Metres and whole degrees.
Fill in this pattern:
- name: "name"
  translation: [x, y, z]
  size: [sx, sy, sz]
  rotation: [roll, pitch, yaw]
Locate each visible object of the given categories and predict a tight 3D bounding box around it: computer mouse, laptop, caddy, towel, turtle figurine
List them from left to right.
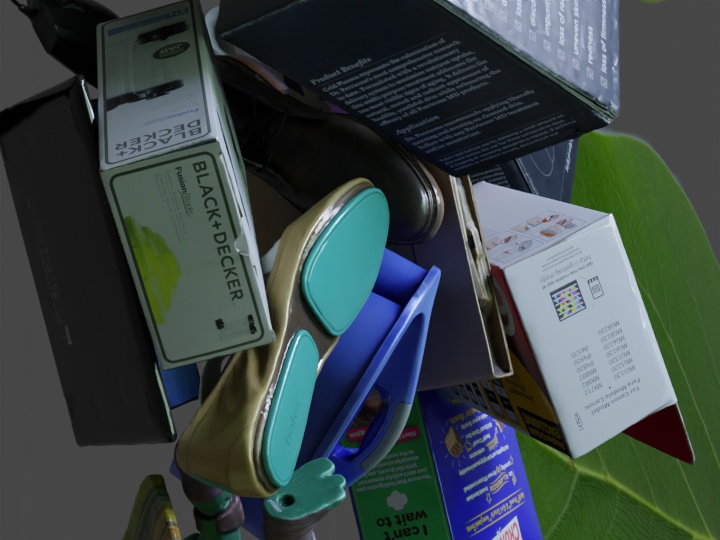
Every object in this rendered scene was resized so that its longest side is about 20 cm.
- name: "computer mouse"
  translation: [-0.181, -0.156, 1.145]
  size: [0.200, 0.034, 0.059]
  rotation: [34, 28, -55]
- name: "laptop"
  translation: [-0.118, -0.010, 1.129]
  size: [0.115, 0.200, 0.189]
  rotation: [-16, 93, -29]
- name: "towel"
  translation: [-0.092, 0.209, 1.061]
  size: [0.086, 0.018, 0.201]
  rotation: [109, -31, -50]
- name: "turtle figurine"
  translation: [-0.049, 0.176, 1.127]
  size: [0.101, 0.149, 0.201]
  rotation: [-60, 156, -44]
- name: "caddy"
  translation: [-0.023, 0.070, 1.203]
  size: [0.105, 0.201, 0.141]
  rotation: [33, 27, 3]

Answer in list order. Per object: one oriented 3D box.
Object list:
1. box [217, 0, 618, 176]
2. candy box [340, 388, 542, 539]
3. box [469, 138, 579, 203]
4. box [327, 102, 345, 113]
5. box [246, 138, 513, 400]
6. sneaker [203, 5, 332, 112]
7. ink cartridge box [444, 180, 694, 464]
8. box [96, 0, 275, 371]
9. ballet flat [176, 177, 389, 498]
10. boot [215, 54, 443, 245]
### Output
- name: "box"
  translation: [0.039, -0.190, 1.135]
  size: [0.196, 0.123, 0.201]
  rotation: [29, 55, -41]
- name: "candy box"
  translation: [0.051, 0.125, 1.483]
  size: [0.169, 0.077, 0.201]
  rotation: [-14, 89, -66]
- name: "box"
  translation: [0.083, -0.135, 1.632]
  size: [0.197, 0.123, 0.201]
  rotation: [58, 29, -33]
- name: "box"
  translation: [0.036, -0.156, 1.393]
  size: [0.137, 0.039, 0.201]
  rotation: [54, 40, -40]
- name: "box"
  translation: [0.000, 0.000, 1.288]
  size: [0.021, 0.199, 0.165]
  rotation: [-14, 91, -46]
- name: "sneaker"
  translation: [-0.024, -0.124, 1.435]
  size: [0.200, 0.088, 0.075]
  rotation: [43, 39, -54]
- name: "ink cartridge box"
  translation: [0.114, 0.046, 1.338]
  size: [0.177, 0.083, 0.200]
  rotation: [68, -16, -15]
- name: "box"
  translation: [-0.093, -0.051, 1.068]
  size: [0.200, 0.060, 0.117]
  rotation: [-106, -179, -61]
- name: "ballet flat"
  translation: [-0.044, 0.028, 1.080]
  size: [0.201, 0.063, 0.069]
  rotation: [-67, 146, -36]
- name: "boot"
  translation: [-0.049, -0.069, 1.227]
  size: [0.097, 0.199, 0.075]
  rotation: [-5, 121, -56]
